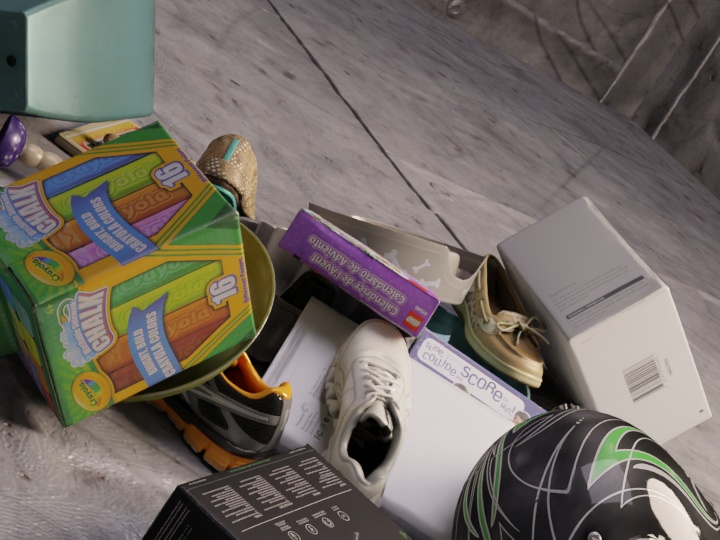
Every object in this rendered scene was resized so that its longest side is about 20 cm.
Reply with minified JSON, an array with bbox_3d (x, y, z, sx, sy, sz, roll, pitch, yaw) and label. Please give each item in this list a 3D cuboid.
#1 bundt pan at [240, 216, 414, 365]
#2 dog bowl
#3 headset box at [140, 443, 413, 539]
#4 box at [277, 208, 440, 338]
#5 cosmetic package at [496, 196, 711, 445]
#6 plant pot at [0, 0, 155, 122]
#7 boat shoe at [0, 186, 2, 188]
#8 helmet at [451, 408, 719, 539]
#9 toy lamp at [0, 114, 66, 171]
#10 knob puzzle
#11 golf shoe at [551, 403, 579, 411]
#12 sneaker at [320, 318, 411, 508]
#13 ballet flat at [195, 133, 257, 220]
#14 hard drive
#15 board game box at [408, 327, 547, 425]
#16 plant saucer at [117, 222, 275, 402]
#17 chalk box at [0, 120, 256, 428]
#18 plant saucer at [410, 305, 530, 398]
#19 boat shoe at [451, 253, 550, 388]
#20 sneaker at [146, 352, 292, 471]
[{"bbox_3d":[-0.055,0.039,1.422,0.201,0.076,0.202,31,17,-10],"label":"bundt pan"},{"bbox_3d":[0.031,-0.016,1.664,0.198,0.059,0.200,17,2,-1],"label":"dog bowl"},{"bbox_3d":[-0.023,0.216,0.976,0.200,0.093,0.174,40,18,17],"label":"headset box"},{"bbox_3d":[0.000,0.000,1.352,0.136,0.039,0.200,33,2,0],"label":"box"},{"bbox_3d":[0.262,0.065,1.711,0.200,0.122,0.200,64,-2,-36],"label":"cosmetic package"},{"bbox_3d":[-0.300,-0.209,1.485,0.140,0.143,0.200,7,15,17],"label":"plant pot"},{"bbox_3d":[-0.241,-0.025,1.286,0.076,0.061,0.199,44,20,30],"label":"boat shoe"},{"bbox_3d":[0.162,0.202,1.192,0.190,0.201,0.200,29,17,-23],"label":"helmet"},{"bbox_3d":[-0.239,-0.077,1.440,0.199,0.058,0.058,27,18,-20],"label":"toy lamp"},{"bbox_3d":[-0.195,-0.099,1.622,0.219,0.031,0.220,31,17,-10],"label":"knob puzzle"},{"bbox_3d":[0.111,0.169,1.399,0.198,0.088,0.078,1,64,-25],"label":"golf shoe"},{"bbox_3d":[0.009,0.110,1.211,0.075,0.081,0.201,19,47,-8],"label":"sneaker"},{"bbox_3d":[-0.121,-0.076,1.480,0.070,0.066,0.200,25,-16,-2],"label":"ballet flat"},{"bbox_3d":[0.014,0.125,1.275,0.199,0.027,0.132,32,56,-1],"label":"hard drive"},{"bbox_3d":[0.101,0.157,1.327,0.199,0.034,0.136,35,56,0],"label":"board game box"},{"bbox_3d":[-0.161,0.027,1.177,0.198,0.031,0.201,-2,46,2],"label":"plant saucer"},{"bbox_3d":[-0.191,0.010,1.087,0.199,0.125,0.124,-27,49,-20],"label":"chalk box"},{"bbox_3d":[0.081,0.088,1.607,0.199,0.036,0.200,30,17,-10],"label":"plant saucer"},{"bbox_3d":[0.148,0.051,1.660,0.073,0.063,0.200,24,20,-30],"label":"boat shoe"},{"bbox_3d":[-0.131,0.071,1.202,0.200,0.078,0.078,37,19,15],"label":"sneaker"}]
